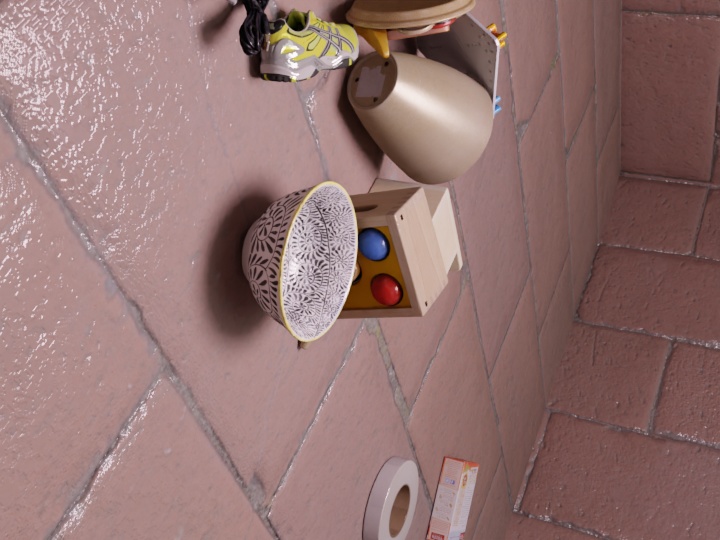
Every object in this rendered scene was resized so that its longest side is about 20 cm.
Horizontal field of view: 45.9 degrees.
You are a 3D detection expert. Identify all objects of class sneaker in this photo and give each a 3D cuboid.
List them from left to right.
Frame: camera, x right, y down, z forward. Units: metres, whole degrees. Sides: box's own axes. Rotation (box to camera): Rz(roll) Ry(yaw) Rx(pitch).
[{"bbox_3d":[-0.058,-0.296,1.087,0.200,0.075,0.077,-44,138,-54],"label":"sneaker"}]

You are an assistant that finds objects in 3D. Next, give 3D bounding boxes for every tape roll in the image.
[{"bbox_3d":[0.063,0.476,1.702,0.203,0.037,0.205,10,90,-67],"label":"tape roll"}]

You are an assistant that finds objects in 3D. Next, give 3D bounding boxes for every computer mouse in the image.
[{"bbox_3d":[-0.153,-0.320,0.895,0.200,0.044,0.110,52,29,-53],"label":"computer mouse"}]

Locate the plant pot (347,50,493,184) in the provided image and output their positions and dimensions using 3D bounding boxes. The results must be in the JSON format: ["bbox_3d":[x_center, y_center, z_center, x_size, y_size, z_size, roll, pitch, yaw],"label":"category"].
[{"bbox_3d":[0.074,-0.250,1.301,0.199,0.186,0.189,20,81,-51],"label":"plant pot"}]

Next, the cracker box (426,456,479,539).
[{"bbox_3d":[0.226,0.559,2.067,0.134,0.057,0.202,33,69,-63],"label":"cracker box"}]

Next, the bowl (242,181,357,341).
[{"bbox_3d":[-0.089,-0.017,1.087,0.201,0.094,0.202,-35,130,-57],"label":"bowl"}]

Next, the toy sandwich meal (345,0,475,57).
[{"bbox_3d":[0.070,-0.357,1.217,0.205,0.204,0.071,-49,139,-49],"label":"toy sandwich meal"}]

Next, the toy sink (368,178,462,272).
[{"bbox_3d":[0.084,-0.040,1.433,0.112,0.129,0.201,-62,151,-33],"label":"toy sink"}]

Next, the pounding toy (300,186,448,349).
[{"bbox_3d":[0.000,0.000,1.235,0.142,0.199,0.185,-46,125,-51],"label":"pounding toy"}]

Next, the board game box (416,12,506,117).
[{"bbox_3d":[0.158,-0.365,1.359,0.026,0.200,0.200,-36,157,-10],"label":"board game box"}]
